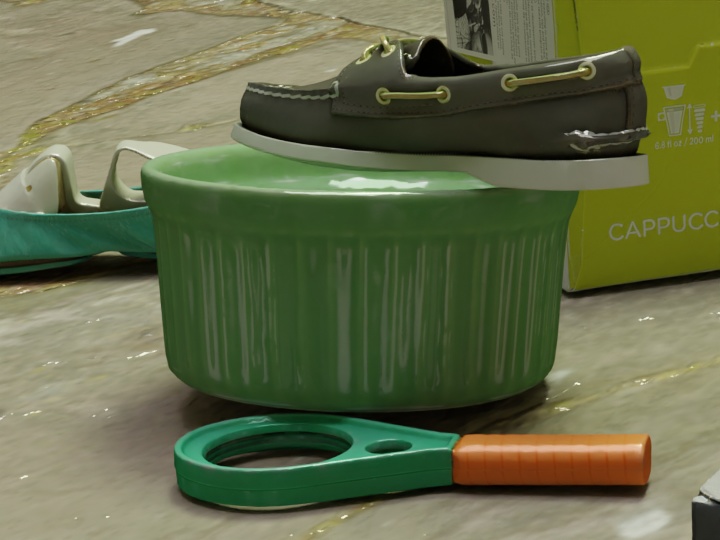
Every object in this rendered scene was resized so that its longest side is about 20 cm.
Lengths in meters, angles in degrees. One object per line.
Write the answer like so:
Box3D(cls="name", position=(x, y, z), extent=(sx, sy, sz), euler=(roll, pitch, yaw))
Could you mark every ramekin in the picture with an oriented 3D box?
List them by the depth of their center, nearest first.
Box3D(cls="ramekin", position=(0.000, 0.000, 1.234), extent=(0.199, 0.098, 0.200), euler=(1, 9, 0))

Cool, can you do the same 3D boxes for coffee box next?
Box3D(cls="coffee box", position=(0.167, -0.116, 1.468), extent=(0.199, 0.201, 0.198), euler=(-8, 16, -14))

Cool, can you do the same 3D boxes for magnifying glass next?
Box3D(cls="magnifying glass", position=(0.020, 0.077, 1.121), extent=(0.199, 0.022, 0.080), euler=(1, 14, 14))

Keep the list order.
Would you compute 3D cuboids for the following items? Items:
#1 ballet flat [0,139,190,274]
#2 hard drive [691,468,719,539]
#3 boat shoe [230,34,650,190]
Box3D(cls="ballet flat", position=(-0.144, -0.037, 1.505), extent=(0.199, 0.071, 0.067), euler=(-3, 15, 5))
Box3D(cls="hard drive", position=(0.225, 0.076, 1.043), extent=(0.139, 0.038, 0.200), euler=(4, 17, 28))
Box3D(cls="boat shoe", position=(0.033, -0.072, 1.171), extent=(0.201, 0.061, 0.072), euler=(7, 10, 32))
